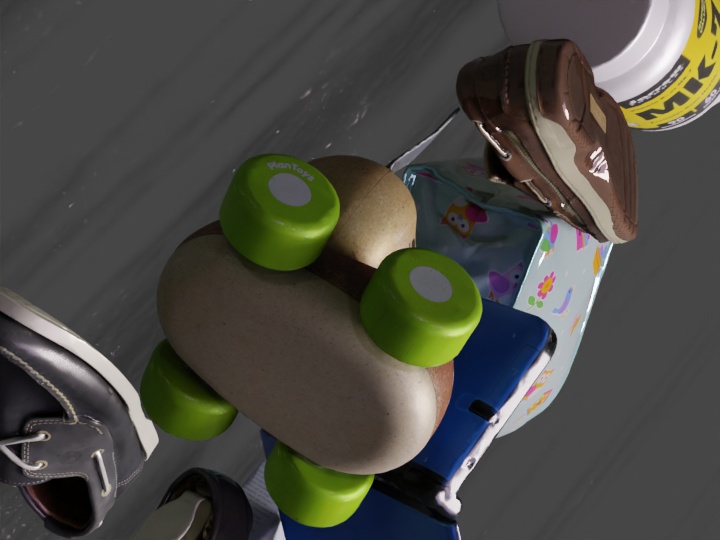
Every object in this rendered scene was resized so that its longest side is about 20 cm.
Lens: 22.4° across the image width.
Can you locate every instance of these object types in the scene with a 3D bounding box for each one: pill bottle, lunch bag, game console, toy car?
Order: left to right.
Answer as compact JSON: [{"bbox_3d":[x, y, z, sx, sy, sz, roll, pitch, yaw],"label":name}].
[{"bbox_3d":[0.000,0.000,0.958,0.200,0.157,0.165,-51,173,-48],"label":"toy car"},{"bbox_3d":[0.030,0.107,1.042,0.171,0.200,0.118,-53,124,-13],"label":"game console"},{"bbox_3d":[0.070,0.034,1.175,0.170,0.122,0.201,-13,126,-62],"label":"lunch bag"},{"bbox_3d":[0.159,-0.153,1.120,0.115,0.114,0.200,-61,158,10],"label":"pill bottle"}]

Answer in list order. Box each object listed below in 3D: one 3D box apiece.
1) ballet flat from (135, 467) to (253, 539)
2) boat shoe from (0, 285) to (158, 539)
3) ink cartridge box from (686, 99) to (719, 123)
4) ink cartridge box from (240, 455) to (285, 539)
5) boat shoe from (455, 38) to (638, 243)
[{"bbox_3d":[-0.133,0.194,1.037,0.200,0.068,0.069,-59,152,-25],"label":"ballet flat"},{"bbox_3d":[-0.141,0.066,0.819,0.068,0.072,0.200,-55,161,-19],"label":"boat shoe"},{"bbox_3d":[0.267,-0.209,1.318,0.200,0.083,0.146,-31,147,-49],"label":"ink cartridge box"},{"bbox_3d":[-0.069,0.203,1.205,0.200,0.043,0.197,-48,159,-38],"label":"ink cartridge box"},{"bbox_3d":[0.107,-0.073,1.041,0.202,0.074,0.075,50,41,-57],"label":"boat shoe"}]
